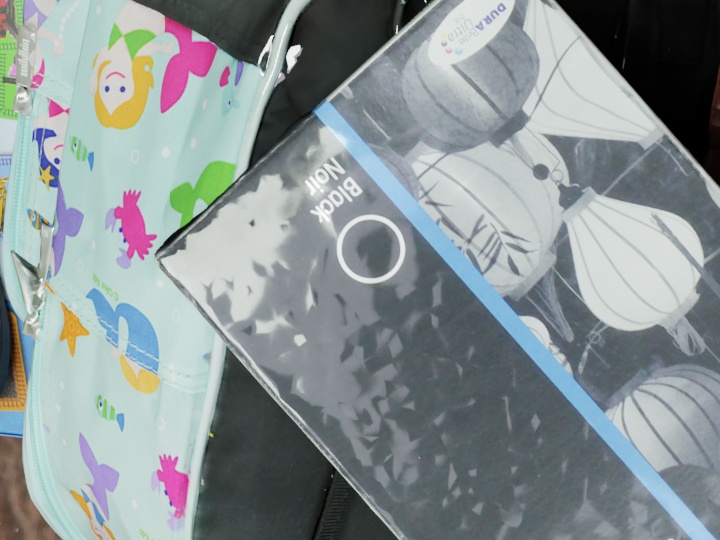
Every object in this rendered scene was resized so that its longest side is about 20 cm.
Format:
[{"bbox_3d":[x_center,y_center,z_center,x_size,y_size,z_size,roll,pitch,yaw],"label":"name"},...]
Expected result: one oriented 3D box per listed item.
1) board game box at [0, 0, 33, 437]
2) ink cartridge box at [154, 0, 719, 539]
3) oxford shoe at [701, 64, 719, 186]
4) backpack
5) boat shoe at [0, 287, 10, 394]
[{"bbox_3d":[-0.120,-0.028,0.838,0.199,0.037,0.152,4,109,17],"label":"board game box"},{"bbox_3d":[0.059,0.038,0.606,0.099,0.039,0.200,-43,93,3],"label":"ink cartridge box"},{"bbox_3d":[0.095,0.019,0.672,0.070,0.075,0.201,23,85,15],"label":"oxford shoe"},{"bbox_3d":[0.000,0.000,0.723,0.150,0.177,0.201,24,116,47],"label":"backpack"},{"bbox_3d":[-0.157,-0.047,0.786,0.065,0.074,0.203,-14,108,18],"label":"boat shoe"}]
